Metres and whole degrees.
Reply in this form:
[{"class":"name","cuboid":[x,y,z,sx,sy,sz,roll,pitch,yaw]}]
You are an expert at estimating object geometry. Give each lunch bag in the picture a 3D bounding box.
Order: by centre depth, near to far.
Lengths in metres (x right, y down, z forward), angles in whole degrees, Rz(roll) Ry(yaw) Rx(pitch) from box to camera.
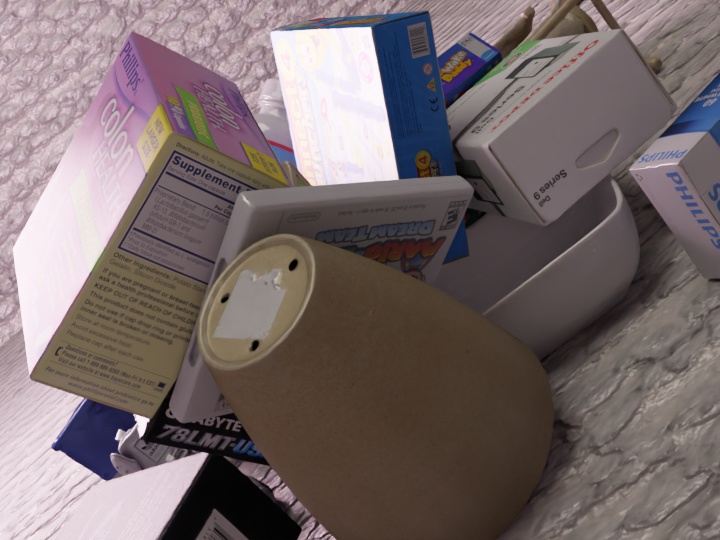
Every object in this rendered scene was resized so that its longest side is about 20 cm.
[{"class":"lunch bag","cuboid":[-0.230,0.147,1.320,0.136,0.132,0.201,-48,10,33]}]

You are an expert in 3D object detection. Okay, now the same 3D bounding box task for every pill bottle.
[{"class":"pill bottle","cuboid":[-0.094,-0.090,1.249,0.109,0.108,0.202,10,80,70]}]

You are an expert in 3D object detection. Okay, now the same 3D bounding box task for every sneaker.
[{"class":"sneaker","cuboid":[-0.156,0.184,1.062,0.075,0.115,0.199,-49,18,-22]}]

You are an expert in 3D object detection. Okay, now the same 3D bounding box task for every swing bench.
[{"class":"swing bench","cuboid":[0.180,-0.195,1.308,0.199,0.130,0.199,-47,16,-22]}]

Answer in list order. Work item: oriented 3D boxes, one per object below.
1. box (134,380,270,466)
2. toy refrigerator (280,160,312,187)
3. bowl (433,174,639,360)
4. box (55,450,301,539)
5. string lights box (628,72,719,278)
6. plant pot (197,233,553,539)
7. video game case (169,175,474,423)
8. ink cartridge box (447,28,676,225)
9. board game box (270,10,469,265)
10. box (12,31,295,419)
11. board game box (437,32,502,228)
[{"class":"box","cuboid":[-0.096,0.082,0.968,0.050,0.197,0.200,-63,29,19]},{"class":"toy refrigerator","cuboid":[-0.028,0.005,0.928,0.069,0.200,0.077,-23,55,15]},{"class":"bowl","cuboid":[0.135,0.005,0.961,0.199,0.075,0.200,-38,16,10]},{"class":"box","cuboid":[-0.165,0.241,0.931,0.199,0.104,0.149,-23,29,48]},{"class":"string lights box","cuboid":[0.290,-0.098,0.831,0.200,0.103,0.059,-44,17,-17]},{"class":"plant pot","cuboid":[-0.006,0.070,0.764,0.186,0.200,0.189,-24,46,27]},{"class":"video game case","cuboid":[-0.025,0.019,0.843,0.198,0.024,0.183,-8,-48,-40]},{"class":"ink cartridge box","cuboid":[0.146,-0.121,0.994,0.146,0.084,0.200,-41,15,-6]},{"class":"board game box","cuboid":[0.004,-0.114,1.024,0.055,0.202,0.195,-18,17,-25]},{"class":"box","cuboid":[-0.156,-0.035,0.849,0.201,0.096,0.176,-55,33,17]},{"class":"board game box","cuboid":[0.087,-0.109,1.157,0.134,0.201,0.045,-38,52,-15]}]
